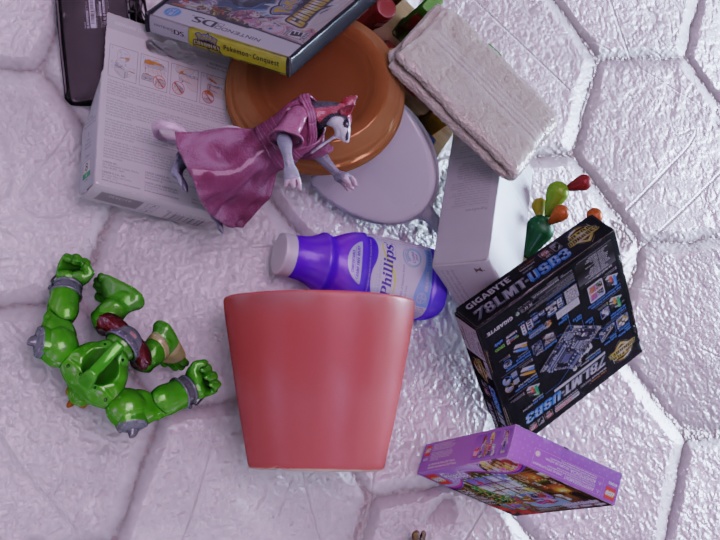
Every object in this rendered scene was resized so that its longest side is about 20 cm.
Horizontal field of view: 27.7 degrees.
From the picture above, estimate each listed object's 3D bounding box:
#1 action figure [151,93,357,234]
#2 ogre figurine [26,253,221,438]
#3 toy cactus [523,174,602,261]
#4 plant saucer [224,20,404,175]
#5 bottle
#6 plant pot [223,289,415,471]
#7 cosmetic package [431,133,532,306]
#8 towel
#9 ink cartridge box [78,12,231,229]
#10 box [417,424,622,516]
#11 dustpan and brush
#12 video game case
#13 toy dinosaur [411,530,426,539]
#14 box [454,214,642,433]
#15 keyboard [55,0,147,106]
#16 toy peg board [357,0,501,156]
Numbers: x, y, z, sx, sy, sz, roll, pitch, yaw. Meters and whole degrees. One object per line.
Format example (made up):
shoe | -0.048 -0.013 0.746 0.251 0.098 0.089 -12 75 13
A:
action figure | -0.090 -0.131 1.506 0.199 0.134 0.149 -34 76 6
ogre figurine | -0.248 0.081 1.454 0.200 0.098 0.120 55 48 -16
toy cactus | 0.216 -0.006 1.722 0.164 0.102 0.201 -8 105 -5
plant saucer | -0.048 -0.201 1.588 0.199 0.037 0.201 2 69 -6
bottle | 0.000 0.000 1.619 0.199 0.065 0.084 13 71 -23
plant pot | -0.044 0.116 1.505 0.199 0.200 0.179 4 84 -26
cosmetic package | 0.141 -0.061 1.660 0.102 0.074 0.201 54 39 -45
towel | 0.126 -0.199 1.630 0.200 0.034 0.133 44 47 -5
ink cartridge box | -0.215 -0.157 1.557 0.160 0.050 0.201 14 64 -33
box | 0.166 0.218 1.563 0.136 0.200 0.039 26 68 -18
dustpan and brush | 0.056 -0.084 1.665 0.140 0.057 0.200 -44 100 7
video game case | -0.105 -0.286 1.583 0.180 0.026 0.200 20 41 20
toy dinosaur | 0.109 0.376 1.584 0.101 0.058 0.201 -15 74 -14
box | 0.216 0.070 1.633 0.200 0.050 0.199 -35 132 -15
keyboard | -0.277 -0.275 1.580 0.103 0.040 0.201 -4 84 -10
toy peg board | 0.050 -0.234 1.694 0.200 0.098 0.200 40 62 -11
